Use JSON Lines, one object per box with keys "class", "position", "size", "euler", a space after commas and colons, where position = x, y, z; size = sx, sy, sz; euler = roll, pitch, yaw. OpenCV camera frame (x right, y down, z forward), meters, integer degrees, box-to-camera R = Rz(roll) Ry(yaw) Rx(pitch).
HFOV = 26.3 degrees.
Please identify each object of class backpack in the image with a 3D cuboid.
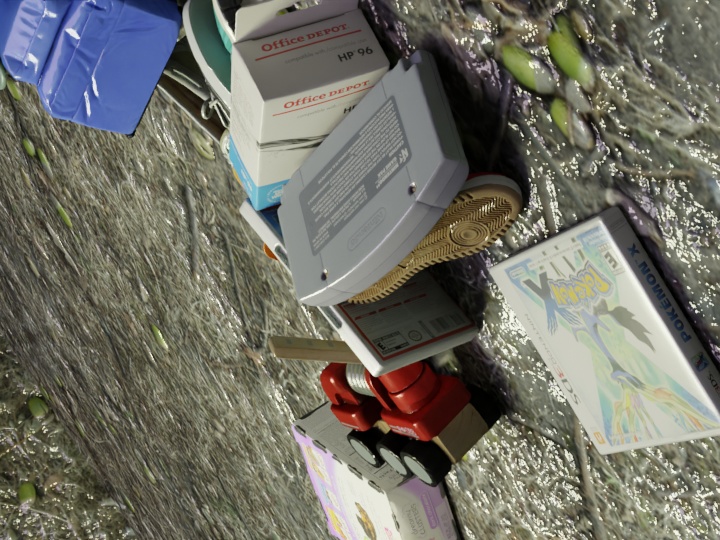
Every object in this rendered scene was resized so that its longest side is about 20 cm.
{"class": "backpack", "position": [-0.272, -0.263, 1.512], "size": [0.163, 0.167, 0.200], "euler": [-54, 35, 28]}

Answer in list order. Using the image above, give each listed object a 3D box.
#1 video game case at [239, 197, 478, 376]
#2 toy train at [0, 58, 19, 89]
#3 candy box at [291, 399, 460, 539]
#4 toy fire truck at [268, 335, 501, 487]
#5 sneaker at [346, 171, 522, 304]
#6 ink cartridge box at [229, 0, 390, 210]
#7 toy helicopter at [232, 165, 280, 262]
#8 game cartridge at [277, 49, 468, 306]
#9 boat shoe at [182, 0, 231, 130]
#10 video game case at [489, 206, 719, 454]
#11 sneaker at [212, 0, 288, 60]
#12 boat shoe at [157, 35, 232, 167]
{"class": "video game case", "position": [0.000, 0.000, 1.371], "size": [0.200, 0.143, 0.017], "euler": [50, 128, 19]}
{"class": "toy train", "position": [-0.479, -0.317, 2.039], "size": [0.200, 0.085, 0.114], "euler": [36, 137, 47]}
{"class": "candy box", "position": [0.022, 0.257, 1.730], "size": [0.200, 0.071, 0.168], "euler": [28, 143, 52]}
{"class": "toy fire truck", "position": [0.004, 0.103, 1.447], "size": [0.200, 0.129, 0.176], "euler": [53, 161, -19]}
{"class": "sneaker", "position": [0.053, -0.058, 1.272], "size": [0.200, 0.113, 0.071], "euler": [-28, 129, 37]}
{"class": "ink cartridge box", "position": [-0.045, -0.145, 1.286], "size": [0.200, 0.116, 0.068], "euler": [99, 148, -58]}
{"class": "toy helicopter", "position": [-0.052, -0.031, 1.478], "size": [0.200, 0.079, 0.132], "euler": [49, 166, -8]}
{"class": "game cartridge", "position": [0.008, -0.064, 1.225], "size": [0.200, 0.040, 0.134], "euler": [-44, 43, 37]}
{"class": "boat shoe", "position": [-0.115, -0.171, 1.470], "size": [0.068, 0.074, 0.200], "euler": [-16, 114, 52]}
{"class": "video game case", "position": [0.191, 0.053, 1.186], "size": [0.183, 0.022, 0.200], "euler": [59, 157, -1]}
{"class": "sneaker", "position": [-0.089, -0.199, 1.404], "size": [0.080, 0.077, 0.201], "euler": [-141, 34, -67]}
{"class": "boat shoe", "position": [-0.139, -0.151, 1.554], "size": [0.202, 0.065, 0.074], "euler": [53, 157, 14]}
